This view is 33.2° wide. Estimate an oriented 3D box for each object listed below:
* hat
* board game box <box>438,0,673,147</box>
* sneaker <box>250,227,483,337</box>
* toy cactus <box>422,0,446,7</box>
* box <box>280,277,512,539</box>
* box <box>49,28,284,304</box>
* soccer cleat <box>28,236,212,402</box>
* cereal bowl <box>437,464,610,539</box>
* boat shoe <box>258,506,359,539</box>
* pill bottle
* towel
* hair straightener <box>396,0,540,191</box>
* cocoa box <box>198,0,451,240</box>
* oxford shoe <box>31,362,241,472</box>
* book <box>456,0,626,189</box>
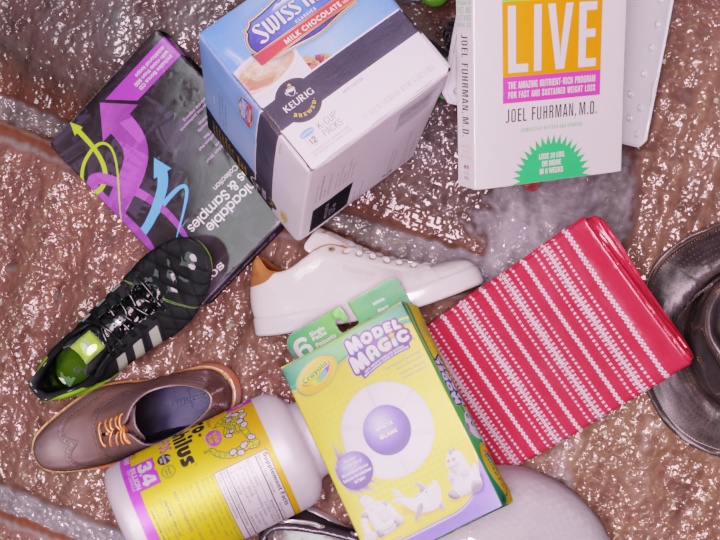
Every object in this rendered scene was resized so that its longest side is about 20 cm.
[{"bbox_3d":[0.315,0.058,0.955,0.200,0.081,0.201,0,93,9],"label":"hat"},{"bbox_3d":[0.159,-0.212,0.943,0.200,0.026,0.201,8,94,-29],"label":"board game box"},{"bbox_3d":[0.000,0.000,1.011,0.199,0.073,0.085,-10,88,9],"label":"sneaker"},{"bbox_3d":[0.071,-0.299,0.984,0.200,0.102,0.165,14,83,15],"label":"toy cactus"},{"bbox_3d":[0.022,0.115,0.941,0.117,0.048,0.200,-30,74,13],"label":"box"},{"bbox_3d":[-0.154,-0.089,1.053,0.200,0.036,0.143,45,99,3],"label":"box"},{"bbox_3d":[-0.203,0.048,1.025,0.200,0.081,0.068,-41,88,22],"label":"soccer cleat"},{"bbox_3d":[0.119,0.260,0.968,0.200,0.083,0.201,0,88,-8],"label":"cereal bowl"},{"bbox_3d":[0.007,0.256,1.026,0.200,0.060,0.074,24,96,8],"label":"boat shoe"},{"bbox_3d":[-0.103,0.170,1.007,0.200,0.104,0.104,-25,88,-9],"label":"pill bottle"},{"bbox_3d":[0.153,0.063,0.988,0.200,0.022,0.145,-36,87,27],"label":"towel"},{"bbox_3d":[0.102,-0.161,1.013,0.077,0.041,0.200,-41,79,-12],"label":"hair straightener"},{"bbox_3d":[-0.034,-0.132,0.932,0.133,0.200,0.131,-37,83,-12],"label":"cocoa box"},{"bbox_3d":[-0.206,0.130,1.051,0.200,0.073,0.071,-23,89,10],"label":"oxford shoe"},{"bbox_3d":[0.132,-0.168,0.898,0.133,0.048,0.201,-10,106,-26],"label":"book"}]
